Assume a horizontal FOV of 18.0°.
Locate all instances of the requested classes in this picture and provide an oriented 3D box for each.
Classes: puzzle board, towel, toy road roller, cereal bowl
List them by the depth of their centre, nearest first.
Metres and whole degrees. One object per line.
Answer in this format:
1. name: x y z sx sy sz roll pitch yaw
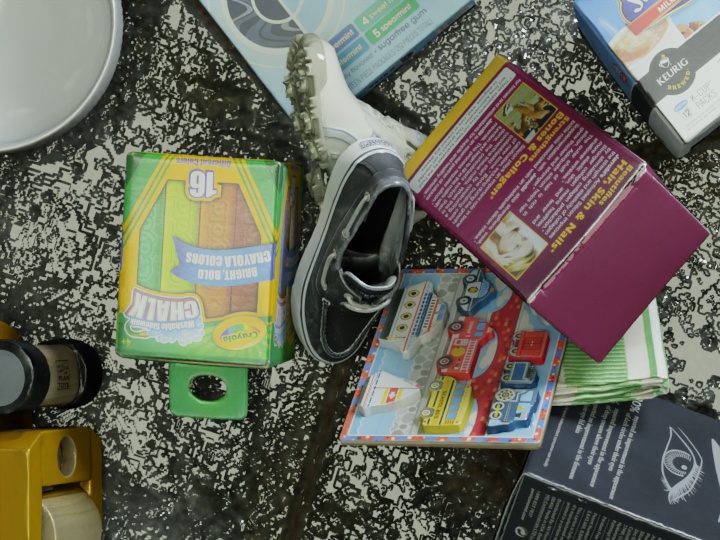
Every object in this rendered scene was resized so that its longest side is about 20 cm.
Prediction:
1. puzzle board: 0.077 0.060 1.689 0.149 0.201 0.018 0 128 17
2. towel: 0.129 0.057 1.716 0.198 0.153 0.024 -8 124 7
3. toy road roller: -0.287 0.140 1.774 0.145 0.123 0.202 -4 88 21
4. cereal bowl: -0.279 -0.190 1.784 0.198 0.083 0.202 0 91 6

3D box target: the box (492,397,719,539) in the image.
1. box: 0.212 0.179 1.681 0.199 0.148 0.105 22 126 6

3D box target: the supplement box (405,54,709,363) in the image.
1. supplement box: 0.138 -0.049 1.673 0.131 0.103 0.200 -48 42 3

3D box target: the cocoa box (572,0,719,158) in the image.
1. cocoa box: 0.244 -0.176 1.662 0.133 0.200 0.132 -38 86 5

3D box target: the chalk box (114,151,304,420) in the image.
1. chalk box: -0.115 0.014 1.746 0.123 0.124 0.202 3 91 7

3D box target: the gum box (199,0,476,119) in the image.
1. gum box: -0.036 -0.234 1.774 0.170 0.045 0.200 -38 86 6

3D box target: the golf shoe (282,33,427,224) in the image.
1. golf shoe: 0.000 -0.105 1.726 0.097 0.079 0.201 -18 132 -5

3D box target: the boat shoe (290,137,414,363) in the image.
1. boat shoe: 0.000 0.000 1.713 0.071 0.068 0.201 0 127 -25
